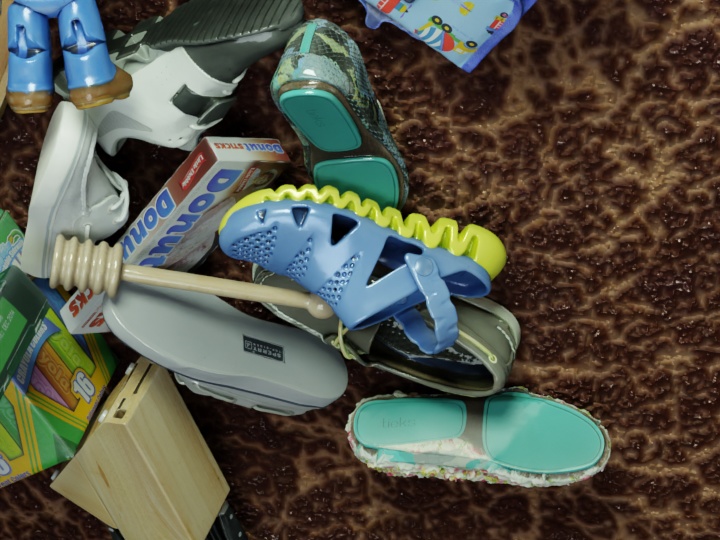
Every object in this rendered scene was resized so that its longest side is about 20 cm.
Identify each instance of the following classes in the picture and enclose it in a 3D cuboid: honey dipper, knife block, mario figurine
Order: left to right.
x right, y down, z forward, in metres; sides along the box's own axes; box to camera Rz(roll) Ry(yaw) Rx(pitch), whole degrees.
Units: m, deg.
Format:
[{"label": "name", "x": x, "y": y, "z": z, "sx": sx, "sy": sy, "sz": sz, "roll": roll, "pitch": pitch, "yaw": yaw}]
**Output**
[{"label": "mario figurine", "x": -0.192, "y": -0.207, "z": 1.236, "sx": 0.122, "sy": 0.106, "sz": 0.202, "roll": -11, "pitch": 104, "yaw": -30}, {"label": "knife block", "x": -0.138, "y": 0.169, "z": 1.471, "sx": 0.175, "sy": 0.064, "sz": 0.200, "roll": 33, "pitch": 143, "yaw": -8}, {"label": "honey dipper", "x": -0.112, "y": 0.007, "z": 1.326, "sx": 0.198, "sy": 0.038, "sz": 0.038, "roll": 8, "pitch": 126, "yaw": -8}]

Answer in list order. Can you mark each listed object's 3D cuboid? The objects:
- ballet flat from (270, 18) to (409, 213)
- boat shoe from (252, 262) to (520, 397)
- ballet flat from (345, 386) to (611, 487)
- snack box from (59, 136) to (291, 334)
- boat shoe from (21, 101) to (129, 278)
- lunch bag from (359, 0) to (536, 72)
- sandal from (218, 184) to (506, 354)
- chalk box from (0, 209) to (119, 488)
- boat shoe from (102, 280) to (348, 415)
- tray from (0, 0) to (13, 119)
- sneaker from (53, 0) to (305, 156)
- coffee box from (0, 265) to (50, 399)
[{"label": "ballet flat", "x": -0.008, "y": -0.098, "z": 1.277, "sx": 0.073, "sy": 0.075, "sz": 0.200, "roll": 2, "pitch": 155, "yaw": 12}, {"label": "boat shoe", "x": 0.015, "y": 0.035, "z": 1.374, "sx": 0.200, "sy": 0.060, "sz": 0.073, "roll": 18, "pitch": 126, "yaw": 1}, {"label": "ballet flat", "x": 0.088, "y": 0.125, "z": 1.425, "sx": 0.198, "sy": 0.076, "sz": 0.064, "roll": 6, "pitch": 156, "yaw": 15}, {"label": "snack box", "x": -0.133, "y": -0.023, "z": 1.367, "sx": 0.200, "sy": 0.071, "sz": 0.024, "roll": -46, "pitch": 62, "yaw": 33}, {"label": "boat shoe", "x": -0.193, "y": -0.047, "z": 1.339, "sx": 0.068, "sy": 0.073, "sz": 0.201, "roll": 12, "pitch": 146, "yaw": -9}, {"label": "lunch bag", "x": 0.050, "y": -0.221, "z": 1.189, "sx": 0.150, "sy": 0.095, "sz": 0.200, "roll": 31, "pitch": 137, "yaw": -9}, {"label": "sandal", "x": 0.000, "y": 0.000, "z": 1.306, "sx": 0.198, "sy": 0.088, "sz": 0.080, "roll": 12, "pitch": 158, "yaw": -5}, {"label": "chalk box", "x": -0.294, "y": 0.048, "z": 1.419, "sx": 0.124, "sy": 0.124, "sz": 0.201, "roll": -24, "pitch": 115, "yaw": 26}, {"label": "boat shoe", "x": -0.105, "y": 0.059, "z": 1.395, "sx": 0.199, "sy": 0.073, "sz": 0.066, "roll": 17, "pitch": 144, "yaw": -32}, {"label": "tray", "x": -0.283, "y": -0.152, "z": 1.335, "sx": 0.098, "sy": 0.037, "sz": 0.201, "roll": 27, "pitch": 126, "yaw": -6}, {"label": "sneaker", "x": -0.108, "y": -0.128, "z": 1.289, "sx": 0.198, "sy": 0.074, "sz": 0.089, "roll": -13, "pitch": 120, "yaw": 33}, {"label": "coffee box", "x": -0.306, "y": 0.085, "z": 1.300, "sx": 0.199, "sy": 0.123, "sz": 0.044, "roll": -29, "pitch": 113, "yaw": 28}]
